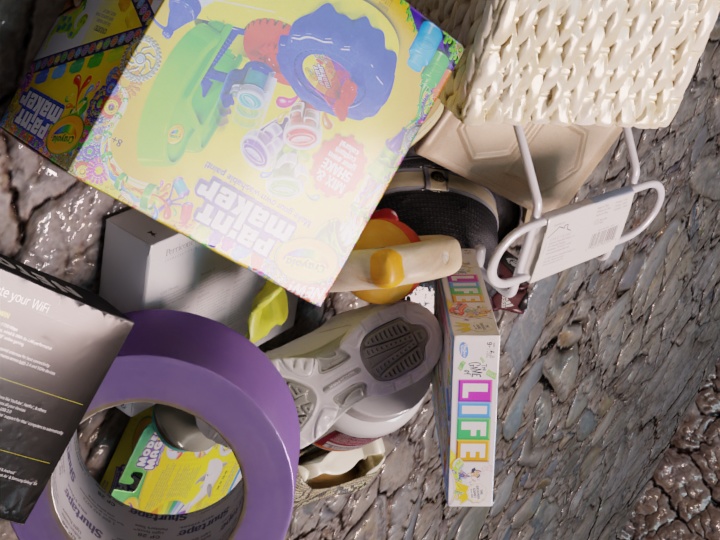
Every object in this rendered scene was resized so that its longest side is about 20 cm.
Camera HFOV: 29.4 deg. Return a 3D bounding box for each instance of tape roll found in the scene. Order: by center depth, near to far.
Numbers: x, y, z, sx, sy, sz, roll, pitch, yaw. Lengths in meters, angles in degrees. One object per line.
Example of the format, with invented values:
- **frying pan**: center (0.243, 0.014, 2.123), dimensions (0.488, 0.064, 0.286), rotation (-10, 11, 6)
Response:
- **tape roll**: center (-0.143, 0.135, 0.964), dimensions (0.085, 0.199, 0.201), rotation (-86, -166, -70)

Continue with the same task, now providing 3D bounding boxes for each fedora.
- **fedora**: center (0.054, -0.013, 1.206), dimensions (0.200, 0.092, 0.201), rotation (-8, 144, -6)

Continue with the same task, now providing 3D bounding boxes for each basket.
- **basket**: center (0.131, -0.212, 0.930), dimensions (0.198, 0.161, 0.200), rotation (-3, 130, -28)

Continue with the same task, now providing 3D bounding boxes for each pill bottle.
- **pill bottle**: center (-0.002, 0.098, 1.220), dimensions (0.110, 0.109, 0.200), rotation (-52, -178, -18)

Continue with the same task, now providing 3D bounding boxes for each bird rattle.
- **bird rattle**: center (0.000, 0.000, 1.025), dimensions (0.200, 0.163, 0.113), rotation (3, 88, -53)

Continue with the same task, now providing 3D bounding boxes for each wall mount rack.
- **wall mount rack**: center (0.167, -0.070, 1.131), dimensions (0.200, 0.075, 0.174), rotation (-19, 137, -33)

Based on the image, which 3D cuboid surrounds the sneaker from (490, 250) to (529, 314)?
- **sneaker**: center (0.113, 0.018, 1.429), dimensions (0.200, 0.115, 0.076), rotation (-33, 143, -45)

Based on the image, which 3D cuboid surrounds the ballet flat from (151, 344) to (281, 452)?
- **ballet flat**: center (-0.106, 0.095, 1.130), dimensions (0.064, 0.067, 0.200), rotation (-34, 176, 18)

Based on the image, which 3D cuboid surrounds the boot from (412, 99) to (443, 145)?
- **boot**: center (-0.025, -0.151, 1.015), dimensions (0.199, 0.073, 0.156), rotation (-20, 136, -19)

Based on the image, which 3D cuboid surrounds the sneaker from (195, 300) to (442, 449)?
- **sneaker**: center (-0.032, 0.080, 1.068), dimensions (0.199, 0.078, 0.099), rotation (-21, -171, 0)

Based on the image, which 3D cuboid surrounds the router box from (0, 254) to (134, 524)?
- **router box**: center (-0.250, 0.058, 0.811), dimensions (0.200, 0.051, 0.149), rotation (29, 91, -47)

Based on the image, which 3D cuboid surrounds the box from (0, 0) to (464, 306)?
- **box**: center (-0.078, -0.115, 0.852), dimensions (0.200, 0.122, 0.193), rotation (29, 90, -38)

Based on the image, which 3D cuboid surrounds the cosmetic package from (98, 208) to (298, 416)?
- **cosmetic package**: center (-0.118, 0.005, 1.065), dimensions (0.200, 0.052, 0.151), rotation (-28, 141, -49)

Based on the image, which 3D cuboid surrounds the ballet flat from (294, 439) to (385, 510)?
- **ballet flat**: center (-0.019, 0.197, 1.410), dimensions (0.075, 0.068, 0.200), rotation (-32, 170, 34)

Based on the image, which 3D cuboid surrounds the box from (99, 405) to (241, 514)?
- **box**: center (-0.155, 0.169, 1.170), dimensions (0.118, 0.048, 0.200), rotation (-64, 157, 7)

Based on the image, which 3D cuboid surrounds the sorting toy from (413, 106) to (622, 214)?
- **sorting toy**: center (0.155, -0.147, 1.147), dimensions (0.200, 0.036, 0.185), rotation (20, 112, -43)

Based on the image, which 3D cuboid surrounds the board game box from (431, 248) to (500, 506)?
- **board game box**: center (0.079, 0.076, 1.066), dimensions (0.200, 0.034, 0.135), rotation (-91, -179, -71)

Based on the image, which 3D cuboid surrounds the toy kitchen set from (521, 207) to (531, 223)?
- **toy kitchen set**: center (0.088, -0.158, 1.247), dimensions (0.180, 0.163, 0.200), rotation (-13, 136, -20)
